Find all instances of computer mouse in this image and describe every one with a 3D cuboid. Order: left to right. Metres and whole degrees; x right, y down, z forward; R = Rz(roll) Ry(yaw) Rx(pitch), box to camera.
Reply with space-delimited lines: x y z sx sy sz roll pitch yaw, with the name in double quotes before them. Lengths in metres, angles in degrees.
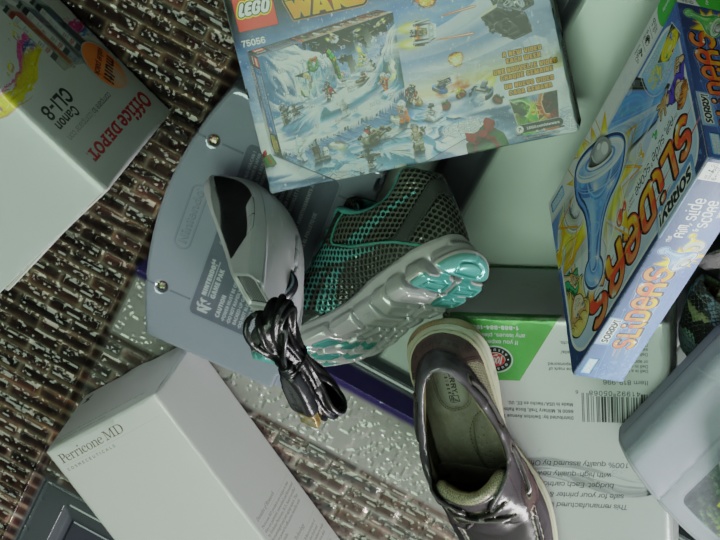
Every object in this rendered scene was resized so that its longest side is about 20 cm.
"computer mouse" -0.053 0.002 1.249 0.044 0.200 0.110 -27 132 5

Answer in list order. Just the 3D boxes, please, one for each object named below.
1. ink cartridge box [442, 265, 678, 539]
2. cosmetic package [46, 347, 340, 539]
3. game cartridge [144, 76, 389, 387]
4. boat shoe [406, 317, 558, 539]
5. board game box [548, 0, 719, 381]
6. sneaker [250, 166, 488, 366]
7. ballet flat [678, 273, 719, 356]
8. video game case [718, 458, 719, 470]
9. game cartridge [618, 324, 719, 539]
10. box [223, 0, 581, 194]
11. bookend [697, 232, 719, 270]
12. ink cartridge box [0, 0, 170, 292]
"ink cartridge box" 0.136 0.105 1.340 0.146 0.083 0.201 2 114 13
"cosmetic package" -0.112 0.163 1.430 0.107 0.085 0.200 -30 106 27
"game cartridge" -0.069 -0.025 1.358 0.133 0.040 0.200 22 118 -1
"boat shoe" 0.073 0.129 1.283 0.072 0.065 0.200 -10 112 18
"board game box" 0.165 -0.048 1.174 0.034 0.136 0.200 8 139 -15
"sneaker" 0.000 0.000 1.301 0.200 0.077 0.091 -29 63 39
"ballet flat" 0.300 0.031 1.276 0.199 0.074 0.074 1 115 11
"video game case" 0.316 0.181 1.208 0.200 0.017 0.143 4 120 36
"game cartridge" 0.267 0.129 1.271 0.200 0.041 0.133 35 115 -13
"box" 0.025 -0.135 1.257 0.199 0.040 0.137 -10 104 11
"bookend" 0.322 -0.016 1.194 0.198 0.092 0.200 -21 134 24
"ink cartridge box" -0.252 -0.103 1.303 0.200 0.145 0.145 45 117 -10
